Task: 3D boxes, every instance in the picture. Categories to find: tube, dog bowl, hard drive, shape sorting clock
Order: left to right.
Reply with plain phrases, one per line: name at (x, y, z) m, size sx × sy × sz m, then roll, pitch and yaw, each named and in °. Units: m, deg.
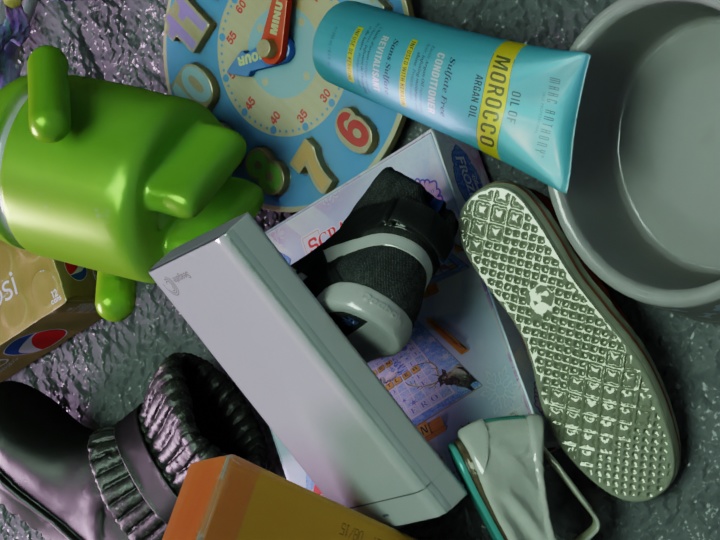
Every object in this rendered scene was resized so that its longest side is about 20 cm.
shape sorting clock at (-0.048, -0.136, 1.809) m, size 0.199 × 0.039 × 0.202 m, roll 2°, pitch 94°, yaw 41°
hard drive at (-0.033, 0.062, 1.670) m, size 0.200 × 0.027 × 0.132 m, roll 53°, pitch 156°, yaw -7°
tube at (0.055, -0.108, 1.670) m, size 0.199 × 0.050 × 0.078 m, roll 23°, pitch 113°, yaw 44°
dog bowl at (0.186, -0.069, 1.602) m, size 0.199 × 0.058 × 0.202 m, roll 3°, pitch 94°, yaw 41°

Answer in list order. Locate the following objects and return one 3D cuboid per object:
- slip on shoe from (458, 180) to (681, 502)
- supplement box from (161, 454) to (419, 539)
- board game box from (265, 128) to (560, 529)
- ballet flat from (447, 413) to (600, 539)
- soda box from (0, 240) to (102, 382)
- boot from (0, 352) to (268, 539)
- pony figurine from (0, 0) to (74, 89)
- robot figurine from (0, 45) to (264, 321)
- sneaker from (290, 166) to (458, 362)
slip on shoe at (0.125, 0.037, 1.660) m, size 0.074 × 0.061 × 0.201 m, roll -32°, pitch 85°, yaw 25°
supplement box at (-0.013, 0.175, 1.685) m, size 0.069 × 0.199 × 0.067 m, roll -22°, pitch 45°, yaw 65°
board game box at (0.019, 0.046, 1.759) m, size 0.199 × 0.041 × 0.201 m, roll -29°, pitch 74°, yaw 38°
ballet flat at (0.113, 0.171, 1.660) m, size 0.069 × 0.069 × 0.201 m, roll -9°, pitch 109°, yaw 40°
soda box at (-0.246, 0.030, 1.968) m, size 0.200 × 0.064 × 0.068 m, roll -31°, pitch 71°, yaw 36°
boot at (-0.159, 0.106, 1.885) m, size 0.211 × 0.079 × 0.158 m, roll 42°, pitch 124°, yaw 19°
pony figurine at (-0.219, -0.204, 1.878) m, size 0.201 × 0.166 × 0.193 m, roll -62°, pitch 19°, yaw 7°
robot figurine at (-0.161, -0.059, 1.818) m, size 0.199 × 0.116 × 0.176 m, roll 14°, pitch 142°, yaw 30°
sneaker at (0.000, 0.000, 1.709) m, size 0.112 × 0.073 × 0.200 m, roll -59°, pitch 18°, yaw -19°
